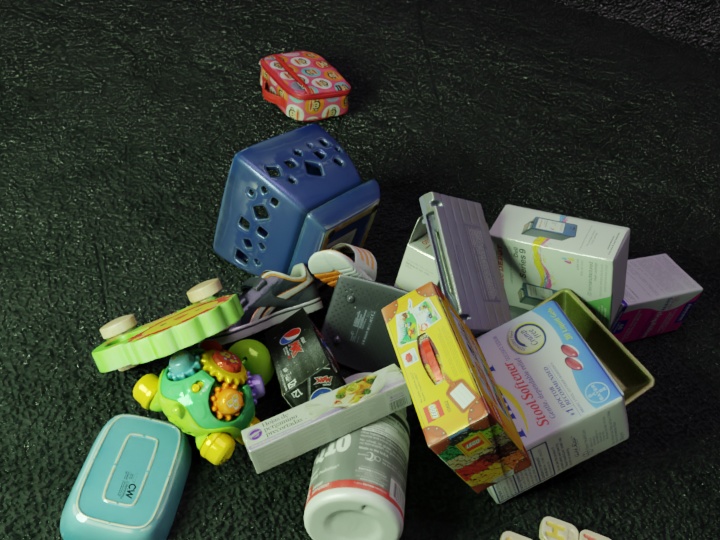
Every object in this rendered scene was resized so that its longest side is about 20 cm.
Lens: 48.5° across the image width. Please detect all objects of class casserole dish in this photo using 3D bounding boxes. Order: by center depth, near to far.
[{"bbox_3d":[-0.263,0.238,0.915,0.120,0.039,0.201,14,38,-3],"label":"casserole dish"}]

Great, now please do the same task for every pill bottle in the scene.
[{"bbox_3d":[0.002,0.227,0.964,0.113,0.115,0.201,14,37,-3],"label":"pill bottle"}]

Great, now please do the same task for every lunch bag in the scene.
[{"bbox_3d":[-0.134,-0.400,1.740,0.175,0.083,0.200,-15,45,-29],"label":"lunch bag"}]

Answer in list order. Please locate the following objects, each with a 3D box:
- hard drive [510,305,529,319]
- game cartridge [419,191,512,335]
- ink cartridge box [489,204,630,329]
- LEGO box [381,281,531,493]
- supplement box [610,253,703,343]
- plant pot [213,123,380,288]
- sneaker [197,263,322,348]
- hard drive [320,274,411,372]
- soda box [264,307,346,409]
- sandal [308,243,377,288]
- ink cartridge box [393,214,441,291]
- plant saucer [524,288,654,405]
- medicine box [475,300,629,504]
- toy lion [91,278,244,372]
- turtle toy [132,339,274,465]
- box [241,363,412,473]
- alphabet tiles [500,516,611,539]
[{"bbox_3d":[0.298,0.107,1.291,0.138,0.033,0.201,2,40,-18],"label":"hard drive"},{"bbox_3d":[0.150,-0.006,1.128,0.129,0.038,0.202,10,63,-51],"label":"game cartridge"},{"bbox_3d":[0.305,-0.007,1.245,0.198,0.146,0.088,16,47,28],"label":"ink cartridge box"},{"bbox_3d":[0.113,0.138,0.953,0.077,0.149,0.201,-30,45,11],"label":"LEGO box"},{"bbox_3d":[0.468,0.050,1.371,0.198,0.102,0.104,-10,44,-30],"label":"supplement box"},{"bbox_3d":[-0.092,-0.085,1.261,0.179,0.201,0.199,39,42,18],"label":"plant pot"},{"bbox_3d":[-0.151,0.048,1.139,0.199,0.080,0.078,-21,6,-34],"label":"sneaker"},{"bbox_3d":[0.046,0.088,1.146,0.198,0.136,0.042,18,16,-1],"label":"hard drive"},{"bbox_3d":[-0.070,0.122,1.033,0.070,0.064,0.200,-33,22,-2],"label":"soda box"},{"bbox_3d":[-0.007,0.001,1.204,0.078,0.206,0.060,-3,66,30],"label":"sandal"},{"bbox_3d":[0.108,0.005,1.203,0.067,0.202,0.117,29,34,20],"label":"ink cartridge box"},{"bbox_3d":[0.282,0.154,1.155,0.199,0.048,0.200,-34,54,-5],"label":"plant saucer"},{"bbox_3d":[0.219,0.170,1.057,0.199,0.103,0.183,-26,45,0],"label":"medicine box"},{"bbox_3d":[-0.236,0.076,0.976,0.198,0.069,0.192,-22,8,1],"label":"toy lion"},{"bbox_3d":[-0.175,0.143,0.996,0.145,0.102,0.200,35,16,11],"label":"turtle toy"},{"bbox_3d":[-0.037,0.169,0.922,0.198,0.042,0.039,-23,35,-12],"label":"box"},{"bbox_3d":[0.253,0.385,0.940,0.194,0.015,0.201,19,38,5],"label":"alphabet tiles"}]
